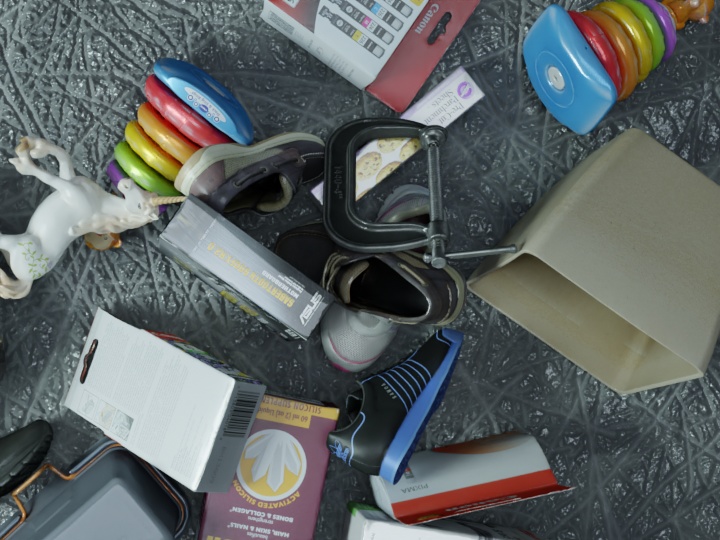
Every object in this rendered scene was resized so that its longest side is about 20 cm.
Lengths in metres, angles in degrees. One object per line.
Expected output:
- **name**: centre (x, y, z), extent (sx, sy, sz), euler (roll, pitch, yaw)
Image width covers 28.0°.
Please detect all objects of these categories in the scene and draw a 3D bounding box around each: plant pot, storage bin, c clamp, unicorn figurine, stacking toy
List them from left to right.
- **unicorn figurine**: centre (-0.277, -0.055, 1.326), extent (0.200, 0.074, 0.137), euler (-43, 109, 8)
- **storage bin**: centre (-0.262, 0.252, 1.337), extent (0.200, 0.134, 0.146), euler (-40, 97, -7)
- **stacking toy**: centre (-0.201, -0.099, 1.384), extent (0.116, 0.110, 0.200), euler (39, 99, -10)
- **c clamp**: centre (0.047, -0.076, 1.349), extent (0.170, 0.027, 0.201), euler (-8, 50, 1)
- **plant pot**: centre (0.251, -0.016, 1.388), extent (0.200, 0.200, 0.178), euler (35, 75, -5)
- **stacking toy**: centre (0.270, -0.234, 1.434), extent (0.199, 0.110, 0.116), euler (-30, 81, -18)

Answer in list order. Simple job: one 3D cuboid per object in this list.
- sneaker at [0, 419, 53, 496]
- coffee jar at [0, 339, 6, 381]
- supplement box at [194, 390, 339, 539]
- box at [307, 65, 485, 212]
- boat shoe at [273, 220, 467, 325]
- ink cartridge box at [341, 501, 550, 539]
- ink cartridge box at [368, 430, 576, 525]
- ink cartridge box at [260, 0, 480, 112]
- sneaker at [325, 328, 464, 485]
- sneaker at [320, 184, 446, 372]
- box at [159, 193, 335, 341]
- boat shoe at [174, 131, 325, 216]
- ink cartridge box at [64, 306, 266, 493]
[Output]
- **sneaker**: centre (-0.385, 0.192, 1.361), extent (0.199, 0.076, 0.091), euler (-33, 83, -10)
- **coffee jar**: centre (-0.401, 0.023, 1.342), extent (0.085, 0.104, 0.201), euler (-18, 91, -51)
- **supplement box**: centre (-0.095, 0.217, 1.385), extent (0.110, 0.086, 0.201), euler (12, 87, -6)
- **box**: centre (0.034, -0.125, 1.432), extent (0.200, 0.039, 0.042), euler (-39, 93, -6)
- **boat shoe**: centre (0.000, 0.000, 1.333), extent (0.199, 0.073, 0.075), euler (14, 101, 26)
- **ink cartridge box**: centre (0.085, 0.283, 1.375), extent (0.199, 0.145, 0.085), euler (10, 86, -7)
- **ink cartridge box**: centre (0.097, 0.192, 1.350), extent (0.161, 0.200, 0.050), euler (-11, 86, -8)
- **ink cartridge box**: centre (0.030, -0.285, 1.412), extent (0.175, 0.084, 0.201), euler (34, 85, -5)
- **sneaker**: centre (0.036, 0.115, 1.377), extent (0.078, 0.070, 0.200), euler (23, 42, 10)
- **sneaker**: centre (0.022, 0.005, 1.402), extent (0.081, 0.088, 0.201), euler (25, 86, -6)
- **box**: centre (-0.109, 0.002, 1.331), extent (0.158, 0.200, 0.048), euler (35, 83, -6)
- **boat shoe**: centre (-0.089, -0.083, 1.349), extent (0.065, 0.200, 0.072), euler (50, 120, 17)
- **ink cartridge box**: centre (-0.187, 0.119, 1.359), extent (0.199, 0.050, 0.110), euler (24, 96, 38)
